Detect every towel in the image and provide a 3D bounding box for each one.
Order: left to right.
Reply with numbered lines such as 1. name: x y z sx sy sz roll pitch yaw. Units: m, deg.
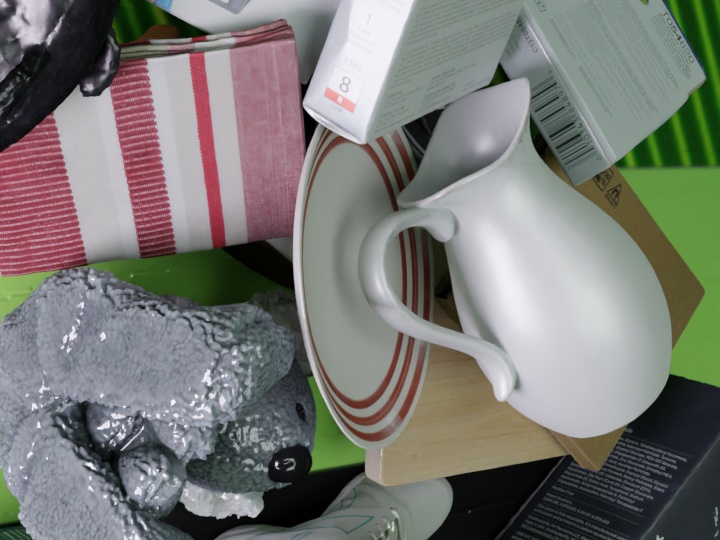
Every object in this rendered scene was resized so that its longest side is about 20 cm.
1. towel: -0.127 -0.059 0.726 0.197 0.023 0.145 -8 137 -7

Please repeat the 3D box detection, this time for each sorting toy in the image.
1. sorting toy: 0.077 0.031 0.948 0.198 0.069 0.202 -3 100 -37

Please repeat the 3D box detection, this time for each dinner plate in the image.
1. dinner plate: 0.000 0.000 0.783 0.200 0.024 0.204 -4 90 -66

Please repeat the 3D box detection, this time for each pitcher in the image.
1. pitcher: 0.091 0.016 0.811 0.172 0.121 0.201 -47 113 -29

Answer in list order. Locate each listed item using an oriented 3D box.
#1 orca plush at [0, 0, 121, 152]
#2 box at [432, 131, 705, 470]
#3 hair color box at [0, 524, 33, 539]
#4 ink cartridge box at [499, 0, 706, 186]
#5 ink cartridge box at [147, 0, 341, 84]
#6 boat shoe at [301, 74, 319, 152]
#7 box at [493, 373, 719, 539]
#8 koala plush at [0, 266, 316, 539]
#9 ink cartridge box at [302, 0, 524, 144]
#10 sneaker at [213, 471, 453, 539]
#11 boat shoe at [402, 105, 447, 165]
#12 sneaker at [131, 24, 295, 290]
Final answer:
1. orca plush: -0.177 -0.091 0.620 0.198 0.071 0.106 -30 121 8
2. box: 0.150 0.016 0.942 0.200 0.021 0.164 47 70 -33
3. hair color box: -0.235 0.202 0.753 0.198 0.060 0.102 0 98 -37
4. ink cartridge box: 0.141 -0.177 0.918 0.201 0.040 0.200 59 38 -3
5. ink cartridge box: -0.105 -0.201 0.717 0.198 0.148 0.086 23 112 -37
6. boat shoe: 0.000 -0.139 0.825 0.071 0.072 0.203 -1 115 -25
7. box: 0.239 0.221 1.070 0.197 0.123 0.201 -46 121 -23
8. koala plush: -0.096 0.081 0.795 0.199 0.182 0.180 5 108 -56
9. ink cartridge box: 0.053 -0.178 0.720 0.162 0.050 0.202 -32 147 -55
10. sneaker: -0.007 0.188 0.908 0.198 0.080 0.072 -19 107 -34
11. boat shoe: 0.040 -0.153 0.891 0.070 0.066 0.202 -32 115 -28
12. sneaker: -0.070 -0.066 0.821 0.200 0.072 0.085 47 64 -36
